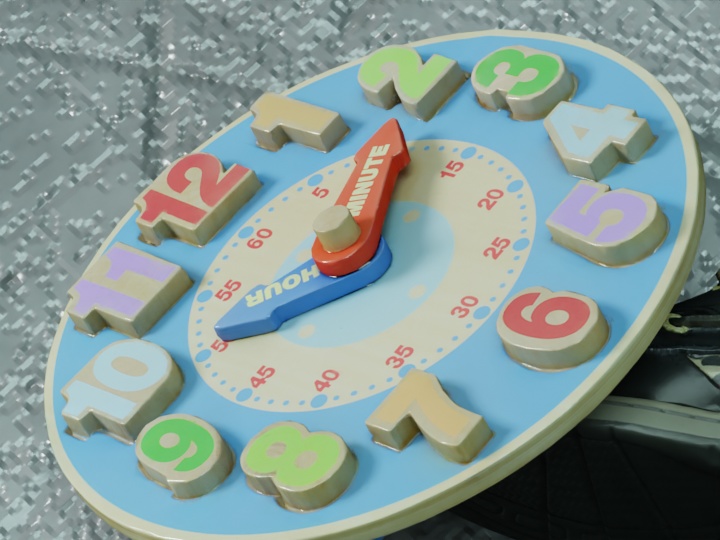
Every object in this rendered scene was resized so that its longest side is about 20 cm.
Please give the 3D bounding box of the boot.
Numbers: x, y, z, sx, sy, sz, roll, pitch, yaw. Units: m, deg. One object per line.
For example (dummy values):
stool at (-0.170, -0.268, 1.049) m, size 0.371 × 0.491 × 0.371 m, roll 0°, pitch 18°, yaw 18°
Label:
boot at (0.115, 0.002, 0.822) m, size 0.203 × 0.074 × 0.154 m, roll 0°, pitch 55°, yaw 14°

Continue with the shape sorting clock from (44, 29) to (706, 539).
shape sorting clock at (0.000, 0.000, 0.809) m, size 0.200 × 0.039 × 0.200 m, roll -22°, pitch 34°, yaw 16°
